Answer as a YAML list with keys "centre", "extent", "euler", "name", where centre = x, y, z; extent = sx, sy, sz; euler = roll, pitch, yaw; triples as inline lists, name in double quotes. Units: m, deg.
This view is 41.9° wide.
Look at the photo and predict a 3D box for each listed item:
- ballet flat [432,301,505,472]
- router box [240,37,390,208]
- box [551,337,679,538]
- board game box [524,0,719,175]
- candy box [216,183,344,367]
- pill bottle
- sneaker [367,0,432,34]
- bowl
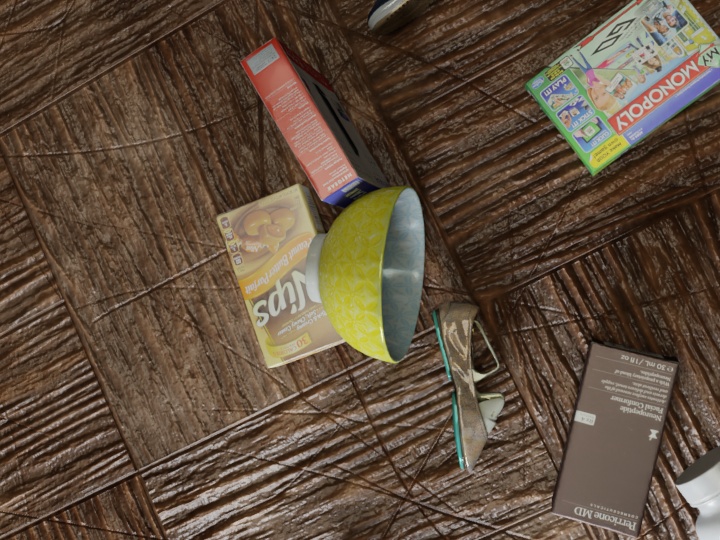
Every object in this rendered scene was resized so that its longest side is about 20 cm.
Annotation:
- centre: [0.133, 0.133, 1.101]
  extent: [0.067, 0.068, 0.201]
  euler: [-10, 88, 6]
  name: "ballet flat"
- centre: [-0.043, -0.158, 1.083]
  extent: [0.049, 0.200, 0.180]
  euler: [-32, 83, 11]
  name: "router box"
- centre: [0.284, 0.185, 1.058]
  extent: [0.100, 0.075, 0.201]
  euler: [12, 93, 13]
  name: "box"
- centre: [0.311, -0.224, 1.085]
  extent: [0.200, 0.029, 0.135]
  euler: [-37, 80, 10]
  name: "board game box"
- centre: [-0.088, 0.007, 1.162]
  extent: [0.115, 0.055, 0.201]
  euler: [-21, 83, 11]
  name: "candy box"
- centre: [0.430, 0.287, 0.998]
  extent: [0.112, 0.112, 0.200]
  euler: [-39, 80, 10]
  name: "pill bottle"
- centre: [0.064, -0.382, 1.128]
  extent: [0.200, 0.070, 0.109]
  euler: [-42, 84, 2]
  name: "sneaker"
- centre: [0.000, 0.000, 1.069]
  extent: [0.107, 0.200, 0.201]
  euler: [5, 90, 17]
  name: "bowl"
